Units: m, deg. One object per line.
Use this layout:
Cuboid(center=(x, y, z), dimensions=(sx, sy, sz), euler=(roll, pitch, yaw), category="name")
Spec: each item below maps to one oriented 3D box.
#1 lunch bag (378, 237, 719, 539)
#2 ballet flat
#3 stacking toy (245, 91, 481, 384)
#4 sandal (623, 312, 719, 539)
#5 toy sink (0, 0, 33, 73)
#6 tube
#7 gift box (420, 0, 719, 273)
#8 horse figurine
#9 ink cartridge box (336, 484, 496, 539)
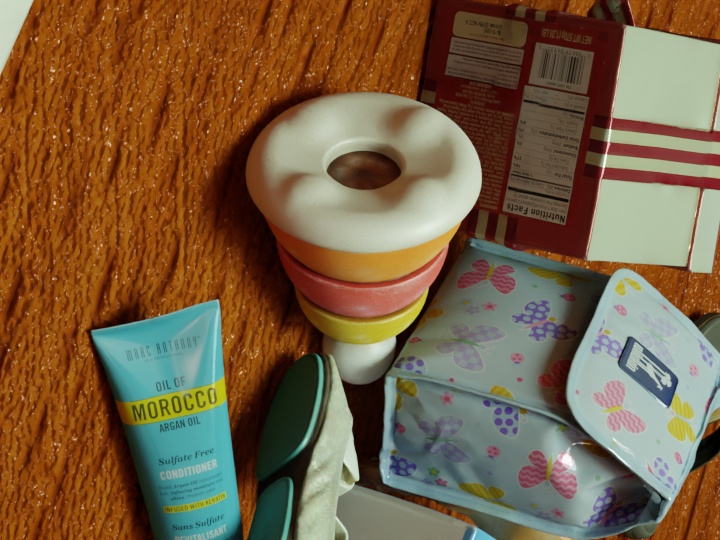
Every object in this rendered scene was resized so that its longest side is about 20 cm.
Cuboid(center=(0.134, 0.079, 1.721), dimensions=(0.170, 0.200, 0.127), euler=(-56, 158, -48), category="lunch bag")
Cuboid(center=(-0.033, 0.141, 1.621), dimensions=(0.062, 0.067, 0.200), euler=(37, 42, -24), category="ballet flat")
Cuboid(center=(0.000, 0.000, 1.646), dimensions=(0.146, 0.146, 0.200), euler=(-43, 148, -39), category="stacking toy")
Cuboid(center=(0.267, 0.129, 2.082), dimensions=(0.200, 0.055, 0.082), euler=(-61, 141, -23), category="sandal")
Cuboid(center=(-0.225, -0.198, 1.270), dimensions=(0.130, 0.112, 0.200), euler=(31, 79, -53), category="toy sink")
Cuboid(center=(-0.107, 0.114, 1.568), dimensions=(0.077, 0.050, 0.200), euler=(-16, 117, -12), category="tube")
Cuboid(center=(0.163, -0.105, 1.768), dimensions=(0.187, 0.184, 0.200), euler=(5, 101, -52), category="gift box")
Cuboid(center=(0.102, 0.161, 1.771), dimensions=(0.050, 0.200, 0.133), euler=(-63, 167, 16), category="horse figurine")
Cuboid(center=(0.040, 0.245, 1.722), dimensions=(0.200, 0.146, 0.147), euler=(35, 73, -53), category="ink cartridge box")
